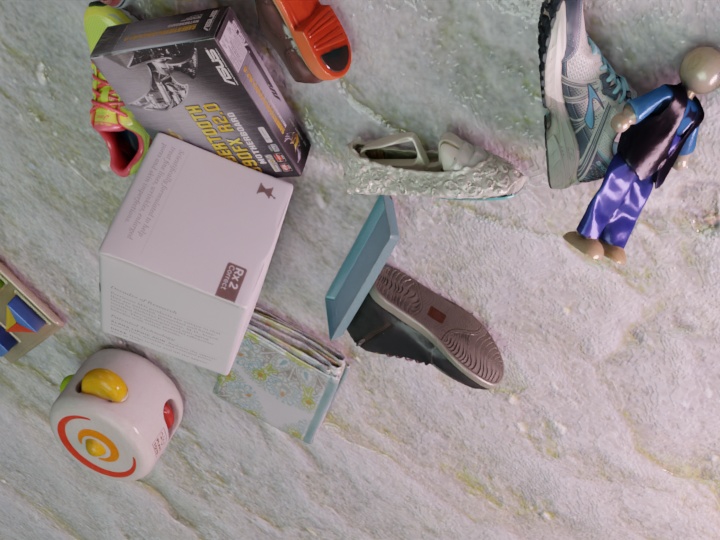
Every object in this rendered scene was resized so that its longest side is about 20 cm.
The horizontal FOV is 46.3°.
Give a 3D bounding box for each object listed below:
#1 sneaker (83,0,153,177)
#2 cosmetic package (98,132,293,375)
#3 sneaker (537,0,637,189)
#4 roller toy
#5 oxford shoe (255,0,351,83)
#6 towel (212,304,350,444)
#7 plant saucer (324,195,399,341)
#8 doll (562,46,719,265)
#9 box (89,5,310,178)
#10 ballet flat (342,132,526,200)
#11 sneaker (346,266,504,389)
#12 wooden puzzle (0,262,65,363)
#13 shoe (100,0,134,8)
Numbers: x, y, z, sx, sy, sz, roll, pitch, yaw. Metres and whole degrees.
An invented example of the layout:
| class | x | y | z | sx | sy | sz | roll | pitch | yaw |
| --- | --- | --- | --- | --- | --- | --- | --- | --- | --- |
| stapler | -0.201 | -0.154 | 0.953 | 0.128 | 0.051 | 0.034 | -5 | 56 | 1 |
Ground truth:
| class | x | y | z | sx | sy | sz | roll | pitch | yaw |
| --- | --- | --- | --- | --- | --- | --- | --- | --- | --- |
| sneaker | -0.265 | -0.194 | 0.932 | 0.077 | 0.091 | 0.202 | 6 | 129 | 22 |
| cosmetic package | -0.189 | -0.012 | 0.955 | 0.163 | 0.167 | 0.201 | 20 | 148 | -5 |
| sneaker | 0.206 | -0.168 | 0.760 | 0.085 | 0.078 | 0.202 | -5 | 134 | 13 |
| roller toy | -0.379 | 0.229 | 1.308 | 0.199 | 0.141 | 0.183 | -29 | 112 | 39 |
| oxford shoe | -0.085 | -0.268 | 0.802 | 0.072 | 0.071 | 0.202 | -4 | 120 | 45 |
| towel | -0.114 | 0.149 | 1.184 | 0.169 | 0.048 | 0.201 | 28 | 134 | 5 |
| plant saucer | 0.000 | 0.000 | 0.994 | 0.019 | 0.071 | 0.201 | 9 | 138 | -21 |
| doll | 0.260 | -0.104 | 0.753 | 0.048 | 0.135 | 0.202 | 43 | 115 | 42 |
| box | -0.163 | -0.176 | 0.889 | 0.156 | 0.049 | 0.201 | -1 | 145 | 24 |
| ballet flat | 0.069 | -0.108 | 0.863 | 0.197 | 0.072 | 0.073 | 2 | 129 | 21 |
| sneaker | 0.078 | 0.087 | 1.030 | 0.199 | 0.075 | 0.107 | 39 | 139 | 3 |
| wooden puzzle | -0.584 | 0.062 | 1.327 | 0.199 | 0.047 | 0.186 | -27 | 113 | 39 |
| shoe | -0.251 | -0.309 | 0.772 | 0.071 | 0.091 | 0.201 | 42 | 149 | 7 |
